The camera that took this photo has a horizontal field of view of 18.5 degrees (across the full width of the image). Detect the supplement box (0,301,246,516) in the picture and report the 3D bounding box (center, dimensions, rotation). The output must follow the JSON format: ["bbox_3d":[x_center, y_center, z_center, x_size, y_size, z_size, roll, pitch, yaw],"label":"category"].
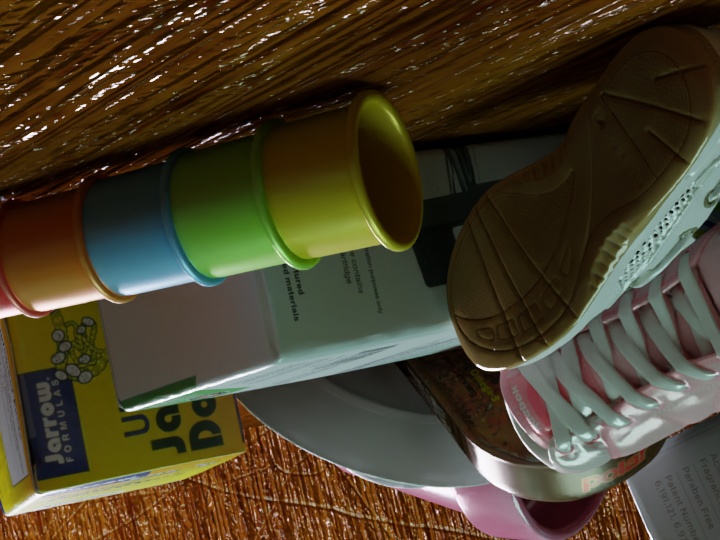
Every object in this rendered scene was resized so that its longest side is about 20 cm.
[{"bbox_3d":[-0.140,0.063,1.172,0.109,0.109,0.200,-11,174,-15],"label":"supplement box"}]

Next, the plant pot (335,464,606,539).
[{"bbox_3d":[0.073,0.091,1.612,0.179,0.201,0.200,2,-177,32],"label":"plant pot"}]

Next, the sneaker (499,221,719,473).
[{"bbox_3d":[0.122,0.039,0.946,0.104,0.076,0.200,-20,170,-20],"label":"sneaker"}]

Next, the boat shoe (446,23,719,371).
[{"bbox_3d":[0.104,-0.024,0.872,0.069,0.071,0.200,-11,156,-36],"label":"boat shoe"}]

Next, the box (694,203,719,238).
[{"bbox_3d":[0.190,-0.033,1.160,0.064,0.070,0.200,-22,170,36],"label":"box"}]

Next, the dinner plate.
[{"bbox_3d":[0.015,0.044,1.187,0.200,0.200,0.024,-9,130,-35],"label":"dinner plate"}]

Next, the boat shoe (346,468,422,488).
[{"bbox_3d":[-0.016,0.058,1.256,0.200,0.072,0.066,23,-148,34],"label":"boat shoe"}]

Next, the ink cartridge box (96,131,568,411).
[{"bbox_3d":[0.000,0.000,1.005,0.200,0.083,0.146,-9,173,-35],"label":"ink cartridge box"}]

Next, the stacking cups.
[{"bbox_3d":[-0.079,-0.021,0.833,0.199,0.061,0.060,-10,176,23],"label":"stacking cups"}]

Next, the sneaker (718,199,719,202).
[{"bbox_3d":[0.174,-0.056,0.903,0.115,0.074,0.200,-13,176,-25],"label":"sneaker"}]

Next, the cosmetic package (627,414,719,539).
[{"bbox_3d":[0.276,0.125,1.119,0.200,0.167,0.167,-30,166,27],"label":"cosmetic package"}]

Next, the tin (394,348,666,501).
[{"bbox_3d":[0.081,0.039,1.127,0.112,0.200,0.042,-30,135,-8],"label":"tin"}]
